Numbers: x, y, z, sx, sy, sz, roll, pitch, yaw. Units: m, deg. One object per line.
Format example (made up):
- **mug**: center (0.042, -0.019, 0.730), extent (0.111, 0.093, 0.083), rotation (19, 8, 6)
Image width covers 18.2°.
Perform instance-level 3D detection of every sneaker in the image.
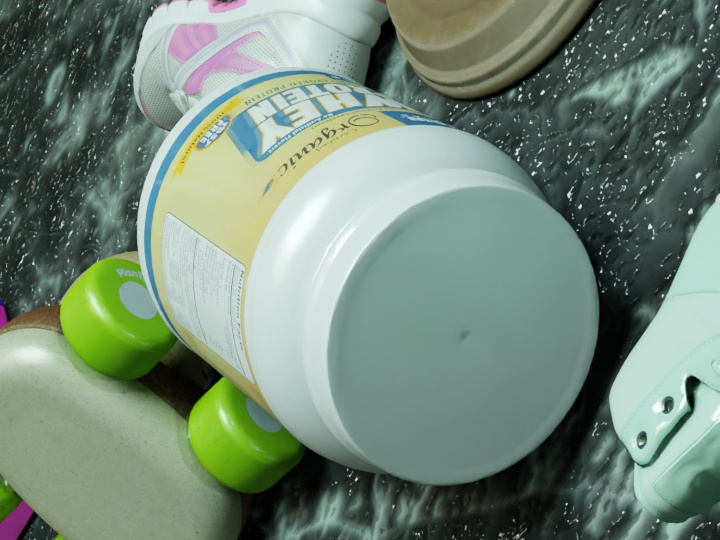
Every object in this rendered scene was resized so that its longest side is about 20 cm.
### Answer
- **sneaker**: center (-0.065, -0.096, 1.193), extent (0.199, 0.081, 0.089), rotation (-15, 58, 57)
- **sneaker**: center (0.150, 0.048, 0.742), extent (0.119, 0.073, 0.200), rotation (-59, 20, 5)

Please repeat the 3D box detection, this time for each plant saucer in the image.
- **plant saucer**: center (0.070, -0.181, 1.073), extent (0.200, 0.029, 0.202), rotation (-37, 44, 45)

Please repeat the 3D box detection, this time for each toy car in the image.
- **toy car**: center (-0.104, 0.053, 1.157), extent (0.164, 0.158, 0.200), rotation (-43, 9, 32)

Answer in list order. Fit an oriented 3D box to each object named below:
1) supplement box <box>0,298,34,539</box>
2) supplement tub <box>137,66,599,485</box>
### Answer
- **supplement box**: center (-0.273, 0.097, 1.401), extent (0.104, 0.101, 0.200), rotation (-57, 31, 21)
- **supplement tub**: center (0.000, 0.000, 0.957), extent (0.200, 0.144, 0.146), rotation (31, 99, 60)
